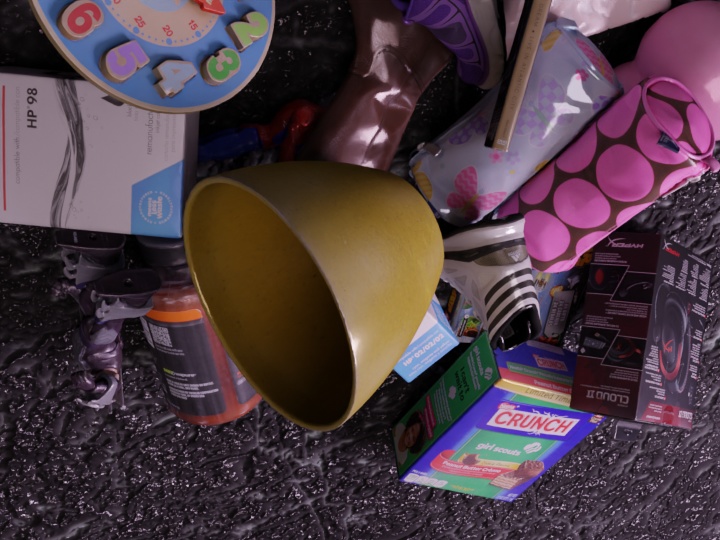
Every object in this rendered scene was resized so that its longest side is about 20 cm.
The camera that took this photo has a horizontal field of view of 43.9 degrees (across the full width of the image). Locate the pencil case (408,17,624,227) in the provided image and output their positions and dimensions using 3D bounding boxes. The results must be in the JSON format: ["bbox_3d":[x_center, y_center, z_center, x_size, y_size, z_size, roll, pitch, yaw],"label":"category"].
[{"bbox_3d":[0.134,-0.128,0.795,0.091,0.083,0.200,47,118,-3],"label":"pencil case"}]

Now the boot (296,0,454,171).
[{"bbox_3d":[-0.014,-0.154,0.725,0.186,0.064,0.201,28,94,-38],"label":"boot"}]

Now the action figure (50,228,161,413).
[{"bbox_3d":[-0.231,0.044,0.780,0.069,0.131,0.200,-15,153,-31],"label":"action figure"}]

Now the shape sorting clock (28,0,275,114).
[{"bbox_3d":[-0.144,-0.213,0.639,0.199,0.202,0.039,36,150,-32],"label":"shape sorting clock"}]

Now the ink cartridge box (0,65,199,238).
[{"bbox_3d":[-0.231,-0.095,0.700,0.198,0.067,0.117,5,105,-2],"label":"ink cartridge box"}]

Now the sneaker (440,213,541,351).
[{"bbox_3d":[0.103,0.020,0.827,0.075,0.200,0.117,-13,88,-14],"label":"sneaker"}]

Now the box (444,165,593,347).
[{"bbox_3d":[0.176,-0.012,0.932,0.135,0.040,0.202,5,122,-18],"label":"box"}]

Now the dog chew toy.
[{"bbox_3d":[0.272,-0.150,0.822,0.124,0.125,0.200,32,124,-31],"label":"dog chew toy"}]

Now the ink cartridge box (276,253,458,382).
[{"bbox_3d":[0.000,0.000,0.843,0.068,0.115,0.200,-38,125,11],"label":"ink cartridge box"}]

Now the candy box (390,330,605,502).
[{"bbox_3d":[0.156,0.167,1.002,0.168,0.077,0.200,16,128,-27],"label":"candy box"}]

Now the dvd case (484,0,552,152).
[{"bbox_3d":[0.129,-0.188,0.667,0.016,0.149,0.202,15,100,4],"label":"dvd case"}]

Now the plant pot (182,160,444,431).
[{"bbox_3d":[-0.021,-0.003,0.679,0.141,0.199,0.202,-30,133,-33],"label":"plant pot"}]

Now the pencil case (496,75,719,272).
[{"bbox_3d":[0.210,-0.073,0.778,0.094,0.091,0.200,50,138,3],"label":"pencil case"}]

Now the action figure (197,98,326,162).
[{"bbox_3d":[-0.098,-0.090,0.784,0.198,0.065,0.100,-18,112,-3],"label":"action figure"}]

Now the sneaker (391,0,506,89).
[{"bbox_3d":[0.066,-0.207,0.682,0.083,0.081,0.200,-5,160,16],"label":"sneaker"}]

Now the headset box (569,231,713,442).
[{"bbox_3d":[0.289,0.074,0.913,0.148,0.075,0.202,15,82,-48],"label":"headset box"}]

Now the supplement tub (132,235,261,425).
[{"bbox_3d":[-0.151,0.040,0.833,0.106,0.107,0.202,-12,126,-8],"label":"supplement tub"}]

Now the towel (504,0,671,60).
[{"bbox_3d":[0.168,-0.289,0.749,0.189,0.032,0.201,-18,126,-2],"label":"towel"}]
